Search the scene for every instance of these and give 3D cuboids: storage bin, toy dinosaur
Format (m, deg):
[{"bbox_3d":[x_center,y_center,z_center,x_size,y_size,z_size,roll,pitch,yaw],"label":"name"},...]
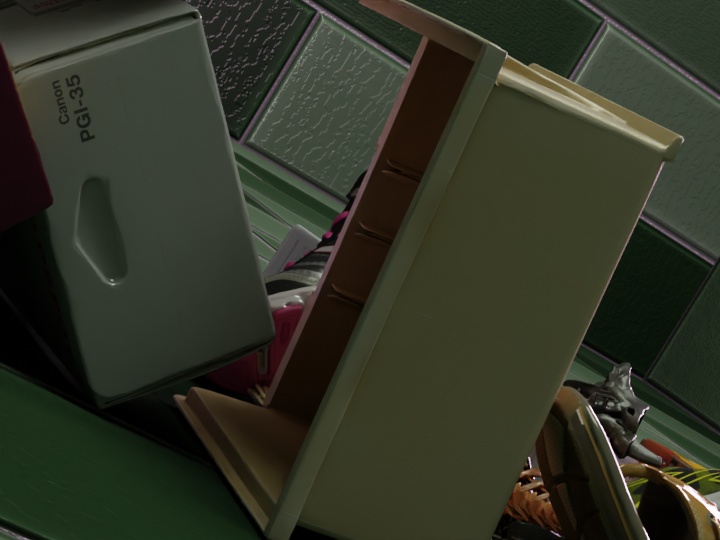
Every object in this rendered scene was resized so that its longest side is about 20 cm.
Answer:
[{"bbox_3d":[0.018,0.000,1.032,0.093,0.201,0.199,21,7,-20],"label":"storage bin"},{"bbox_3d":[0.056,0.089,1.164,0.135,0.103,0.200,16,28,-22],"label":"toy dinosaur"}]

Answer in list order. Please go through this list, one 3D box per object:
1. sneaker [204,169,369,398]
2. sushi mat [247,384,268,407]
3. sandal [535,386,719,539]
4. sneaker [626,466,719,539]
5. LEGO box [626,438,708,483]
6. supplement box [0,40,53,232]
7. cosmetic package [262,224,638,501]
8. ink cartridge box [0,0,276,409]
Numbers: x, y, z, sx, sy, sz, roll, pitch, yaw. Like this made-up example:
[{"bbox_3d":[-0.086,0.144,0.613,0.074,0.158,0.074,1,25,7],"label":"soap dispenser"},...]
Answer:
[{"bbox_3d":[0.000,0.000,1.266,0.074,0.199,0.088,88,-24,-47],"label":"sneaker"},{"bbox_3d":[0.011,0.105,1.156,0.095,0.012,0.200,32,4,-23],"label":"sushi mat"},{"bbox_3d":[0.128,0.123,1.019,0.201,0.054,0.080,58,-9,-17],"label":"sandal"},{"bbox_3d":[0.186,0.122,1.259,0.199,0.075,0.085,-7,21,-15],"label":"sneaker"},{"bbox_3d":[0.245,0.189,1.491,0.149,0.077,0.200,35,5,40],"label":"LEGO box"},{"bbox_3d":[-0.204,-0.086,0.957,0.200,0.085,0.111,37,-33,52],"label":"supplement box"},{"bbox_3d":[0.036,0.068,1.335,0.200,0.081,0.113,33,2,30],"label":"cosmetic package"},{"bbox_3d":[-0.116,-0.049,1.048,0.200,0.082,0.147,-142,-144,-62],"label":"ink cartridge box"}]
